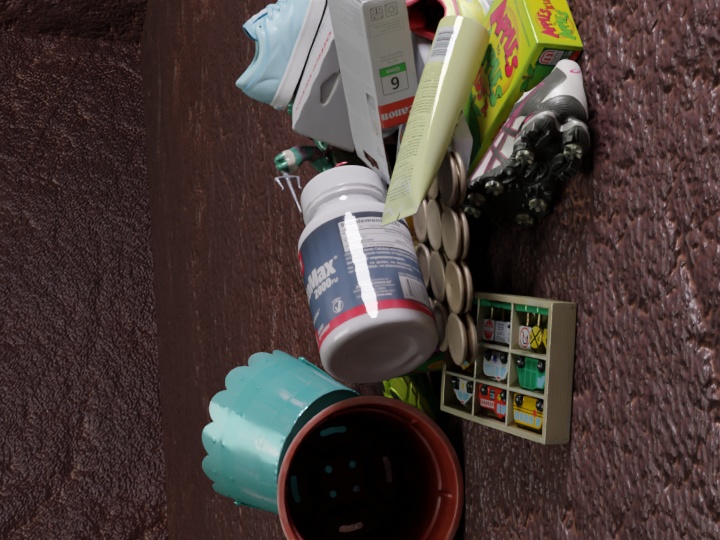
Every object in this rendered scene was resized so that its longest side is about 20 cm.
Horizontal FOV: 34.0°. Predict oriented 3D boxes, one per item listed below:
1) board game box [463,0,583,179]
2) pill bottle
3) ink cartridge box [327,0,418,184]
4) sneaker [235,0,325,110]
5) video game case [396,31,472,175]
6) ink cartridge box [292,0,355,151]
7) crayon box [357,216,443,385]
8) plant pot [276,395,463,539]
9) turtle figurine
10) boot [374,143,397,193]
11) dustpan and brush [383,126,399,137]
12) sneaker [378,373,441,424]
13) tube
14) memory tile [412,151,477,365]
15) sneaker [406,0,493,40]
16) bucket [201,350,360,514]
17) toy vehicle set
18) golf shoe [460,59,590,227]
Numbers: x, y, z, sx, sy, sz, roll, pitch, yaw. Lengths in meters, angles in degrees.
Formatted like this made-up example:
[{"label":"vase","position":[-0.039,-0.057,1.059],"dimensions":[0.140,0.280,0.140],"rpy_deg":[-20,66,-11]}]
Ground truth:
[{"label":"board game box","position":[0.138,-0.179,1.123],"dimensions":[0.200,0.047,0.102],"rpy_deg":[115,151,-51]},{"label":"pill bottle","position":[0.000,0.000,1.190],"dimensions":[0.120,0.119,0.201],"rpy_deg":[115,148,-50]},{"label":"ink cartridge box","position":[0.019,-0.198,1.214],"dimensions":[0.109,0.050,0.201],"rpy_deg":[-131,26,-57]},{"label":"sneaker","position":[-0.095,-0.299,1.413],"dimensions":[0.074,0.081,0.201],"rpy_deg":[-158,86,-74]},{"label":"video game case","position":[0.072,-0.124,1.219],"dimensions":[0.201,0.023,0.183],"rpy_deg":[-104,13,-45]},{"label":"ink cartridge box","position":[-0.022,-0.262,1.430],"dimensions":[0.201,0.083,0.145],"rpy_deg":[-93,25,-53]},{"label":"crayon box","position":[0.037,0.017,1.282],"dimensions":[0.058,0.118,0.201],"rpy_deg":[82,178,-57]},{"label":"plant pot","position":[-0.006,0.241,1.320],"dimensions":[0.195,0.199,0.202],"rpy_deg":[154,116,-78]},{"label":"turtle figurine","position":[-0.042,-0.122,1.462],"dimensions":[0.150,0.100,0.201],"rpy_deg":[64,-166,-47]},{"label":"boot","position":[0.025,-0.046,1.420],"dimensions":[0.132,0.069,0.201],"rpy_deg":[118,148,-49]},{"label":"dustpan and brush","position":[0.045,-0.212,1.421],"dimensions":[0.200,0.057,0.140],"rpy_deg":[-120,48,-69]},{"label":"sneaker","position":[0.050,0.082,1.328],"dimensions":[0.201,0.083,0.074],"rpy_deg":[65,157,17]},{"label":"tube","position":[0.066,-0.134,1.075],"dimensions":[0.058,0.052,0.201],"rpy_deg":[54,-127,-62]},{"label":"memory tile","position":[0.079,-0.019,1.134],"dimensions":[0.153,0.017,0.202],"rpy_deg":[-144,50,-74]},{"label":"sneaker","position":[0.067,-0.287,1.198],"dimensions":[0.200,0.090,0.078],"rpy_deg":[54,160,38]},{"label":"bucket","position":[-0.088,0.217,1.507],"dimensions":[0.134,0.206,0.209],"rpy_deg":[18,107,40]},{"label":"toy vehicle set","position":[0.135,0.085,1.112],"dimensions":[0.200,0.026,0.125],"rpy_deg":[-174,86,-67]},{"label":"golf shoe","position":[0.152,-0.105,1.065],"dimensions":[0.200,0.077,0.089],"rpy_deg":[131,156,-59]}]
